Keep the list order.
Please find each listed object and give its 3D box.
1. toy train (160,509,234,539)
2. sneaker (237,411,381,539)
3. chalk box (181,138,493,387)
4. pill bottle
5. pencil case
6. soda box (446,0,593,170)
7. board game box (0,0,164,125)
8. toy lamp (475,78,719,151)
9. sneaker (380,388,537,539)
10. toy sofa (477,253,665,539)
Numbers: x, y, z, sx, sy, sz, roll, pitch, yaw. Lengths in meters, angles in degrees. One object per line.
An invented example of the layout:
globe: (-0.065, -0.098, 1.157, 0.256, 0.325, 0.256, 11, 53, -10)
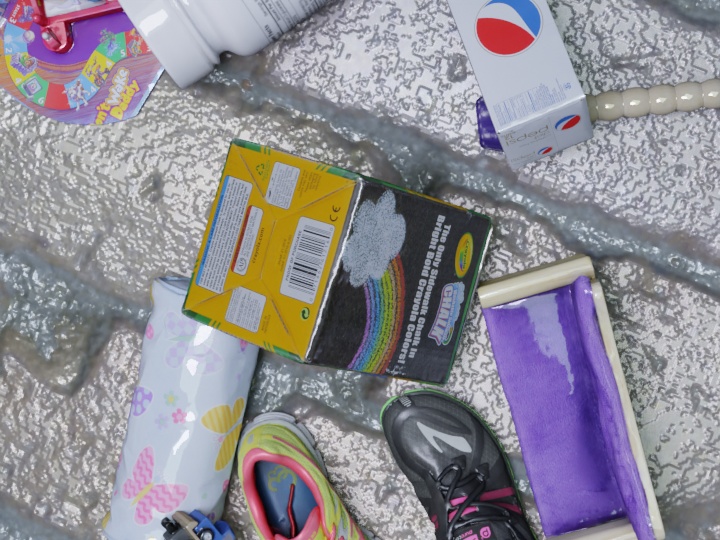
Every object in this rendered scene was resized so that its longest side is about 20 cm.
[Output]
toy train: (-0.074, 0.239, 1.039, 0.046, 0.034, 0.201, -44, 116, -16)
sneaker: (-0.032, 0.199, 1.042, 0.078, 0.090, 0.201, -35, 89, 5)
chalk box: (0.000, 0.000, 0.998, 0.123, 0.199, 0.127, 19, 92, 39)
pill bottle: (-0.070, -0.222, 1.013, 0.199, 0.113, 0.114, -34, 88, 2)
pencil case: (-0.131, 0.105, 1.054, 0.090, 0.083, 0.203, 12, 93, 27)
soda box: (0.094, -0.176, 0.992, 0.063, 0.068, 0.202, -20, 68, 8)
board game box: (-0.203, -0.208, 1.072, 0.157, 0.039, 0.201, 34, 96, 5)
toy lamp: (0.180, -0.115, 1.022, 0.197, 0.058, 0.059, -7, 91, 8)
sneaker: (0.081, 0.172, 1.029, 0.076, 0.084, 0.201, -32, 88, 6)
toy sofa: (0.143, 0.096, 1.002, 0.082, 0.098, 0.203, -15, 98, 7)
